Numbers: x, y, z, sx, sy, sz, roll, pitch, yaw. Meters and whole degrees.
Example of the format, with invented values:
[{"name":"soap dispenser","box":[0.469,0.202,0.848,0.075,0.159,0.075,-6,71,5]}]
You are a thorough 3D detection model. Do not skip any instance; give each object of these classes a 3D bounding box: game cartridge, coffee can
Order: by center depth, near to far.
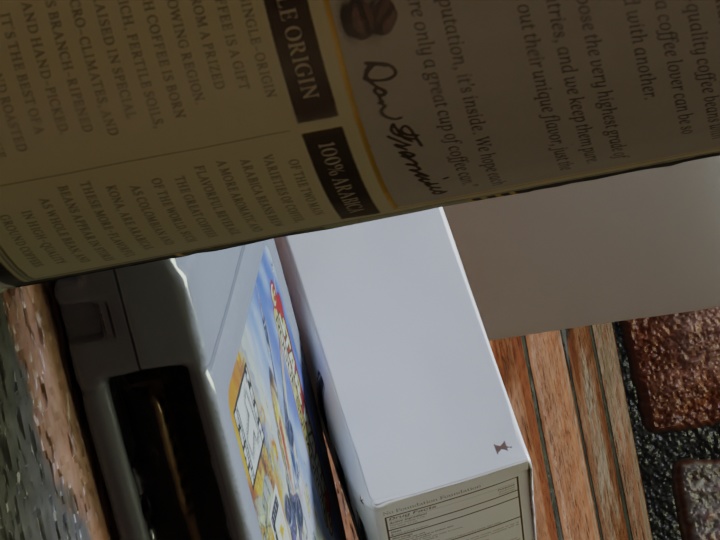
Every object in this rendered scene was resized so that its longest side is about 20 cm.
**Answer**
[{"name":"coffee can","box":[0.003,-0.083,0.613,0.146,0.199,0.147,-10,90,-83]},{"name":"game cartridge","box":[-0.034,0.056,0.778,0.133,0.041,0.201,-71,150,-66]}]

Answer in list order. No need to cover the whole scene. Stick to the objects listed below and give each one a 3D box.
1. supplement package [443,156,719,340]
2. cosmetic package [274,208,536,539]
[{"name":"supplement package","box":[0.056,-0.082,1.134,0.201,0.155,0.111,75,10,-46]},{"name":"cosmetic package","box":[0.000,0.000,0.883,0.083,0.050,0.201,83,-10,-56]}]
